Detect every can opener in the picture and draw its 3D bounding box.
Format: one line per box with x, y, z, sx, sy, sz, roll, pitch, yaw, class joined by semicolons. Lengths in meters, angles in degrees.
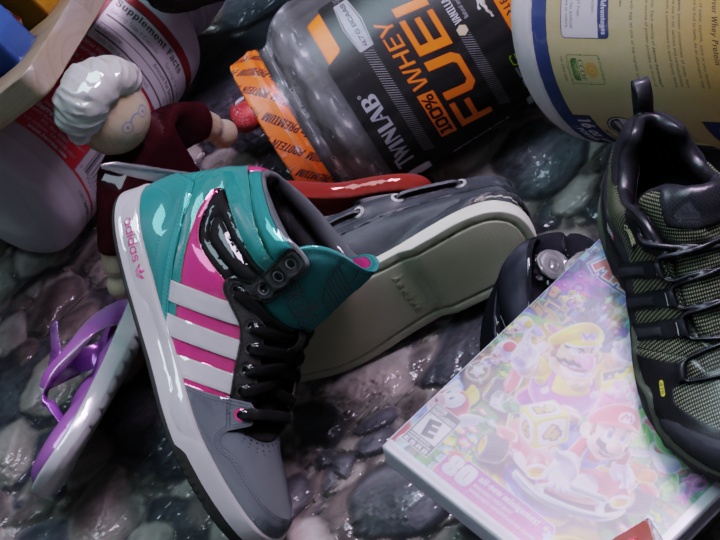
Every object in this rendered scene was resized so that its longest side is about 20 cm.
0.098;0.060;1.483;0.063;0.079;0.201;8;45;-9;can opener

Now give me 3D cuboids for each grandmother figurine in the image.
-0.102;-0.041;1.610;0.060;0.200;0.122;-2;48;34;grandmother figurine

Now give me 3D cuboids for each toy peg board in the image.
-0.229;-0.148;1.670;0.200;0.098;0.200;-32;22;41;toy peg board

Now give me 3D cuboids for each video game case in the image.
0.129;0.061;1.425;0.143;0.018;0.200;36;68;30;video game case

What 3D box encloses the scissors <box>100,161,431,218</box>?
-0.053;-0.038;1.603;0.073;0.199;0.014;140;128;-62;scissors

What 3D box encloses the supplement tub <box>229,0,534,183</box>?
0.034;-0.126;1.666;0.199;0.123;0.123;-33;37;3;supplement tub

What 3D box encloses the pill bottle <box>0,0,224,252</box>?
-0.170;-0.118;1.816;0.112;0.112;0.200;9;55;42;pill bottle

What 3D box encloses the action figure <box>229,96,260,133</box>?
-0.001;-0.154;1.770;0.199;0.065;0.099;-34;44;-1;action figure

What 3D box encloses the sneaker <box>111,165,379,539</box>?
-0.042;0.033;1.523;0.120;0.084;0.201;-22;81;22;sneaker

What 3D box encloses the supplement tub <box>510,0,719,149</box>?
0.194;-0.133;1.537;0.199;0.145;0.145;6;52;41;supplement tub

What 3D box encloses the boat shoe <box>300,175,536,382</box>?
-0.001;-0.002;1.599;0.198;0.075;0.066;-26;33;15;boat shoe

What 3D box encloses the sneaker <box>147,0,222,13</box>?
-0.050;-0.208;1.795;0.199;0.076;0.090;-27;20;-37;sneaker

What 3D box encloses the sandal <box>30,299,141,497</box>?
-0.151;0.044;1.653;0.083;0.050;0.203;-60;4;47;sandal

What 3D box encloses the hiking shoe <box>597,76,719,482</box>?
0.154;0.008;1.385;0.075;0.101;0.201;-20;54;-4;hiking shoe

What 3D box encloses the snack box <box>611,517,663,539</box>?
0.063;0.191;1.342;0.199;0.072;0.024;-32;38;2;snack box
